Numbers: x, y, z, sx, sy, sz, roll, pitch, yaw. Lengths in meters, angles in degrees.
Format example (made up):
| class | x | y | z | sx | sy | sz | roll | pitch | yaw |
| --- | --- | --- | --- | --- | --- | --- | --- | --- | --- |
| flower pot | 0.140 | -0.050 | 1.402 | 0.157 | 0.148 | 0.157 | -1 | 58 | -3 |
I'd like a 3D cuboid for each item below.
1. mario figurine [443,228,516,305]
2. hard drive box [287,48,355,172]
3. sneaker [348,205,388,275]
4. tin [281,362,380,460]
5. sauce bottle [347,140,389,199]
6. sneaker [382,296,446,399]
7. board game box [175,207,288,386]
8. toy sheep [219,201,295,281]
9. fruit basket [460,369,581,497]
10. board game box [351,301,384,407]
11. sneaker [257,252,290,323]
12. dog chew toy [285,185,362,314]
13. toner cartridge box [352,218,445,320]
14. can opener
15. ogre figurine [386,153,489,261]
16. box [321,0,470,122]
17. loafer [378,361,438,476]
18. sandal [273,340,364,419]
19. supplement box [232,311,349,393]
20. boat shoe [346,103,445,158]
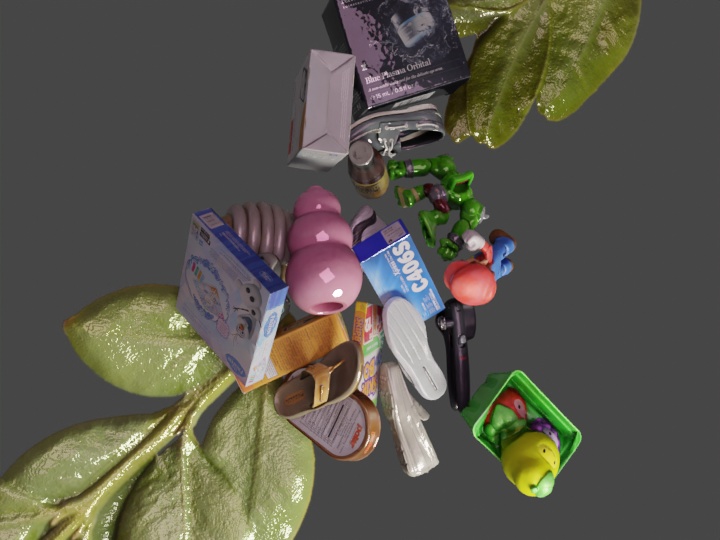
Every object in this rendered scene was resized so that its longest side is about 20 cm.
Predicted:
| class | x | y | z | sx | sy | sz | roll | pitch | yaw |
| --- | --- | --- | --- | --- | --- | --- | --- | --- | --- |
| mario figurine | 0.192 | -0.009 | 1.669 | 0.105 | 0.199 | 0.125 | -23 | 95 | 33 |
| hard drive box | -0.066 | -0.255 | 1.613 | 0.075 | 0.200 | 0.160 | 5 | 86 | -10 |
| sneaker | 0.000 | 0.000 | 1.679 | 0.114 | 0.075 | 0.202 | 32 | 79 | -6 |
| tin | -0.054 | 0.231 | 1.619 | 0.198 | 0.042 | 0.114 | 32 | 105 | 31 |
| sauce bottle | 0.009 | -0.167 | 1.622 | 0.064 | 0.200 | 0.068 | -1 | 81 | 8 |
| sneaker | 0.079 | 0.130 | 1.668 | 0.072 | 0.071 | 0.203 | -31 | 115 | -18 |
| board game box | -0.206 | 0.042 | 1.543 | 0.043 | 0.201 | 0.200 | -21 | 54 | -40 |
| toy sheep | -0.162 | -0.047 | 1.626 | 0.196 | 0.137 | 0.141 | 4 | 87 | -25 |
| fruit basket | 0.280 | 0.284 | 1.645 | 0.215 | 0.215 | 0.156 | 41 | 81 | -7 |
| board game box | 0.008 | 0.158 | 1.668 | 0.029 | 0.095 | 0.205 | 7 | 87 | 22 |
| sneaker | -0.152 | 0.038 | 1.585 | 0.078 | 0.201 | 0.076 | -14 | 58 | -30 |
| dog chew toy | -0.063 | -0.037 | 1.560 | 0.122 | 0.125 | 0.204 | -2 | 69 | -11 |
| toner cartridge box | 0.066 | 0.014 | 1.641 | 0.094 | 0.043 | 0.201 | -29 | 135 | 1 |
| can opener | 0.171 | 0.146 | 1.714 | 0.077 | 0.063 | 0.205 | -2 | 88 | -12 |
| ogre figurine | 0.140 | -0.121 | 1.697 | 0.118 | 0.099 | 0.201 | -25 | 50 | -15 |
| box | 0.059 | -0.386 | 1.687 | 0.193 | 0.117 | 0.204 | -18 | 90 | -11 |
| loafer | 0.082 | 0.250 | 1.694 | 0.069 | 0.070 | 0.204 | -18 | 98 | -18 |
| sandal | -0.073 | 0.181 | 1.583 | 0.198 | 0.054 | 0.082 | -32 | 67 | 26 |
| supplement box | -0.116 | 0.128 | 1.631 | 0.197 | 0.067 | 0.070 | -26 | 101 | 4 |
| boat shoe | 0.054 | -0.230 | 1.695 | 0.196 | 0.073 | 0.063 | -18 | 62 | -16 |
